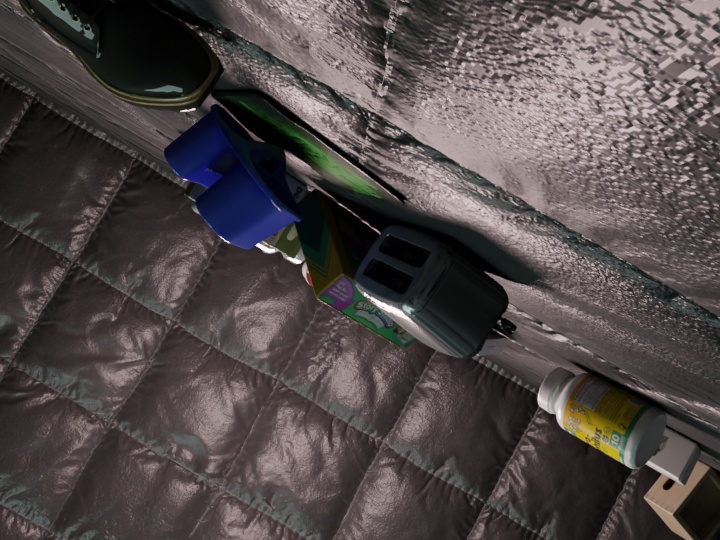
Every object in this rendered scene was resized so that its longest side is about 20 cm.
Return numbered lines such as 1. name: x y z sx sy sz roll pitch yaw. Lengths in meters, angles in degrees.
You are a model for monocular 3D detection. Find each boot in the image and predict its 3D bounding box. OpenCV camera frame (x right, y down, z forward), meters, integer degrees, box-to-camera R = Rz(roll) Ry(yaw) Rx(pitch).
1. boot: -0.204 -0.197 0.509 0.199 0.078 0.138 28 171 16

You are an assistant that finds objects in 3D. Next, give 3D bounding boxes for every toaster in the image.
1. toaster: 0.083 0.024 0.867 0.129 0.114 0.200 35 177 -33

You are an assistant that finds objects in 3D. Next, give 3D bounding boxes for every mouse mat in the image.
1. mouse mat: -0.058 -0.129 0.753 0.199 0.008 0.161 32 177 -30

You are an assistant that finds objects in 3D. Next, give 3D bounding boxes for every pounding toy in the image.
1. pounding toy: 0.856 0.574 1.840 0.184 0.200 0.142 47 170 -21

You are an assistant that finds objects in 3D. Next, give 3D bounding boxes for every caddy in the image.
1. caddy: -0.131 -0.108 0.816 0.142 0.105 0.200 56 -176 8

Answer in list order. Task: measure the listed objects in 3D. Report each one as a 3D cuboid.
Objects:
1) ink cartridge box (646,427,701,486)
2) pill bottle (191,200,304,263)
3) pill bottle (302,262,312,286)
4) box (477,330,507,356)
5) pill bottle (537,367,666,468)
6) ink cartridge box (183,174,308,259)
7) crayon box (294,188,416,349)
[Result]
1. ink cartridge box: 0.598 0.357 1.497 0.199 0.084 0.145 29 176 33
2. pill bottle: -0.163 -0.099 1.163 0.199 0.116 0.116 31 176 -23
3. pill bottle: -0.127 0.018 2.521 0.113 0.113 0.200 32 176 -32
4. box: 0.198 0.114 1.511 0.199 0.041 0.156 30 -170 26
5. pill bottle: 0.417 0.249 1.251 0.199 0.113 0.113 28 176 42
6. ink cartridge box: -0.148 -0.104 1.059 0.199 0.104 0.059 32 177 -22
7. crayon box: 0.000 0.000 1.017 0.200 0.058 0.173 33 -152 -42
